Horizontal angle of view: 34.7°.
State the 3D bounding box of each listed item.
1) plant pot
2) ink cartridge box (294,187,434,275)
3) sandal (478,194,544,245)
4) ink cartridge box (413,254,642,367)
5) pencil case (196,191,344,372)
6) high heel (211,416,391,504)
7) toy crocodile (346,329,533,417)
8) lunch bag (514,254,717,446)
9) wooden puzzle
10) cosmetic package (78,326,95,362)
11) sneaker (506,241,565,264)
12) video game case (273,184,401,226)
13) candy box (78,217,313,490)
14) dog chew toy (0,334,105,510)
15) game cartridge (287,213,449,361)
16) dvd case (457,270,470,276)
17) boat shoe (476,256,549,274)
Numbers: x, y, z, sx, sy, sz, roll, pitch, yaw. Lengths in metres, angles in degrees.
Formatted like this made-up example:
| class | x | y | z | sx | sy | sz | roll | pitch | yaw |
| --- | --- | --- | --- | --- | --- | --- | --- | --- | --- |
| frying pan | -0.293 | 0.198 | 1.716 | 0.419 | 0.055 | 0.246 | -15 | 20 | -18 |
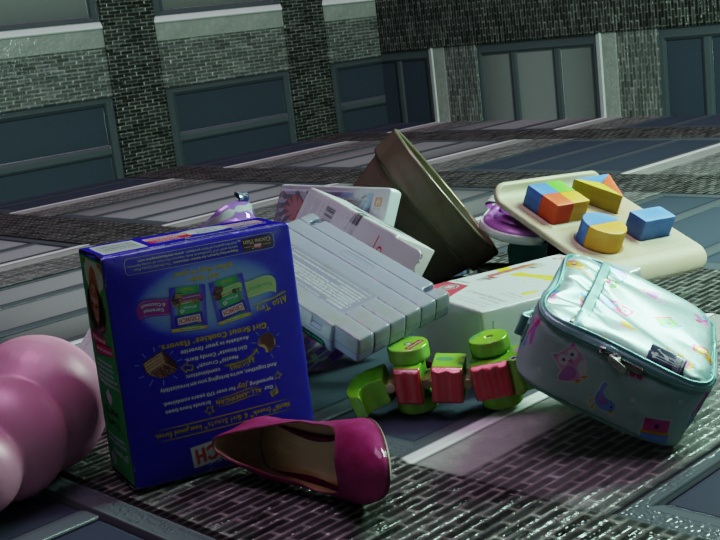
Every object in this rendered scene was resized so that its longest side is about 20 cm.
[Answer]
| class | x | y | z | sx | sy | sz | roll | pitch | yaw |
| --- | --- | --- | --- | --- | --- | --- | --- | --- | --- |
| plant pot | 0.042 | -0.046 | 1.433 | 0.173 | 0.200 | 0.200 | -39 | 9 | 8 |
| ink cartridge box | 0.000 | 0.000 | 1.264 | 0.068 | 0.116 | 0.200 | 20 | 9 | -44 |
| sandal | 0.189 | -0.077 | 1.421 | 0.082 | 0.050 | 0.203 | 5 | 17 | 5 |
| ink cartridge box | 0.173 | 0.047 | 1.190 | 0.200 | 0.084 | 0.145 | -13 | 12 | -25 |
| pencil case | -0.099 | 0.019 | 1.217 | 0.084 | 0.200 | 0.085 | -38 | -13 | 17 |
| high heel | -0.046 | 0.147 | 0.887 | 0.096 | 0.068 | 0.200 | -1 | -6 | -21 |
| toy crocodile | 0.086 | 0.098 | 1.049 | 0.199 | 0.068 | 0.062 | -7 | 17 | 11 |
| lunch bag | 0.216 | 0.059 | 0.975 | 0.160 | 0.077 | 0.200 | 28 | 22 | 9 |
| wooden puzzle | 0.283 | -0.062 | 1.345 | 0.185 | 0.046 | 0.200 | -10 | 40 | -35 |
| cosmetic package | -0.193 | 0.079 | 1.177 | 0.200 | 0.074 | 0.102 | 6 | 61 | 40 |
| sneaker | 0.244 | -0.012 | 1.422 | 0.120 | 0.084 | 0.200 | -8 | 10 | -11 |
| video game case | -0.046 | -0.012 | 1.379 | 0.023 | 0.183 | 0.200 | 18 | -8 | -42 |
| candy box | -0.138 | 0.067 | 0.992 | 0.169 | 0.201 | 0.077 | -11 | 11 | -25 |
| dog chew toy | -0.295 | 0.136 | 0.970 | 0.124 | 0.125 | 0.200 | -4 | 20 | 14 |
| game cartridge | -0.029 | 0.013 | 1.123 | 0.130 | 0.038 | 0.200 | -29 | 44 | -34 |
| dvd case | 0.033 | 0.006 | 1.615 | 0.200 | 0.018 | 0.143 | -12 | 13 | -20 |
| boat shoe | 0.228 | 0.017 | 1.344 | 0.200 | 0.064 | 0.071 | -1 | 14 | 27 |
